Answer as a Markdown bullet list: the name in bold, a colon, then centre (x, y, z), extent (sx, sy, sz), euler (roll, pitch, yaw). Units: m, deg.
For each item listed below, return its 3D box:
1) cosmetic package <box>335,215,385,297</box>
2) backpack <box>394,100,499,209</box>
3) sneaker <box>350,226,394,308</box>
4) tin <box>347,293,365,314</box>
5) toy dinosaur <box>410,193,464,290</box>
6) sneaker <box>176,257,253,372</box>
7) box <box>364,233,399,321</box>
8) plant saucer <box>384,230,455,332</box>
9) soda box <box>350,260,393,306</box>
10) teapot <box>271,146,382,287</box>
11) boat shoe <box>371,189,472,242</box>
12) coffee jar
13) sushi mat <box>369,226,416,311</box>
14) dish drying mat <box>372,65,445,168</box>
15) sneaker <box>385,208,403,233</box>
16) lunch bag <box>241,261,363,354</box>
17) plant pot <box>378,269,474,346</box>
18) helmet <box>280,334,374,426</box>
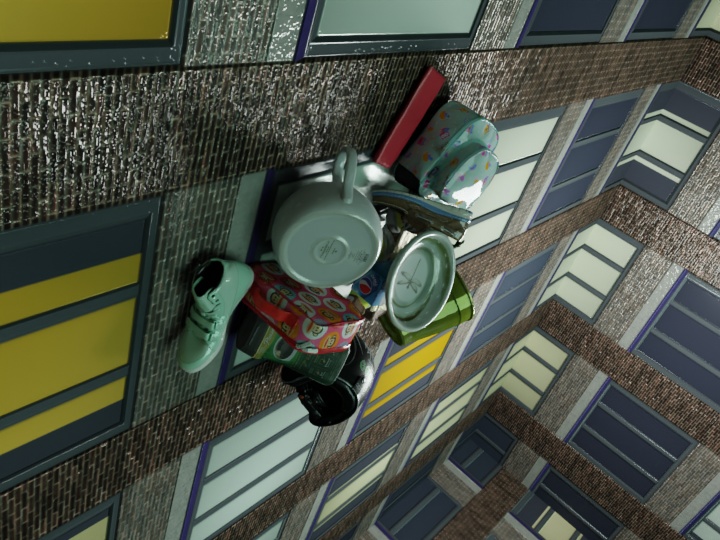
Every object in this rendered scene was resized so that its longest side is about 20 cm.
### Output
- **cosmetic package**: centre (-0.048, -0.029, 1.251), extent (0.108, 0.085, 0.200), euler (-16, 137, -57)
- **backpack**: centre (0.188, -0.228, 1.314), extent (0.176, 0.153, 0.200), euler (16, 106, -55)
- **sneaker**: centre (0.000, 0.000, 1.377), extent (0.090, 0.078, 0.200), euler (-16, 130, -42)
- **tin**: centre (-0.084, 0.112, 1.329), extent (0.200, 0.112, 0.042), euler (-31, 110, -9)
- **toy dinosaur**: centre (0.156, -0.069, 1.331), extent (0.088, 0.200, 0.047), euler (-23, -178, -15)
- **sneaker**: centre (-0.255, 0.067, 1.036), extent (0.201, 0.074, 0.118), euler (-62, 161, -2)
- **box**: centre (0.053, 0.007, 1.478), extent (0.100, 0.075, 0.200), euler (-26, 146, -51)
- **plant saucer**: centre (0.104, 0.016, 1.247), extent (0.200, 0.050, 0.200), euler (-23, 123, -41)
- **soda box**: centre (0.078, 0.023, 1.323), extent (0.200, 0.068, 0.064), euler (-3, 124, -47)
- **teapot**: centre (-0.059, -0.081, 1.103), extent (0.200, 0.146, 0.197), euler (-23, 133, 11)
- **boat shoe**: centre (0.113, -0.105, 1.265), extent (0.072, 0.200, 0.073), euler (-38, 144, -85)
- **coffee jar**: centre (-0.126, 0.132, 1.217), extent (0.104, 0.200, 0.085), euler (-62, -163, 12)
- **sushi mat**: centre (0.082, -0.002, 1.378), extent (0.096, 0.012, 0.200), euler (-3, 121, -48)
- **dish drying mat**: centre (0.090, -0.284, 1.227), extent (0.200, 0.018, 0.077), euler (-59, 155, 12)
- **sneaker**: centre (0.146, -0.119, 1.426), extent (0.200, 0.090, 0.078), euler (-21, 103, -49)
- **lunch bag**: centre (-0.110, 0.061, 1.130), extent (0.176, 0.200, 0.082), euler (1, 122, -56)
- **plant pot**: centre (0.146, 0.088, 1.632), extent (0.193, 0.200, 0.201), euler (-31, 150, -16)
- **helmet**: centre (-0.068, 0.212, 1.394), extent (0.191, 0.200, 0.200), euler (-79, -173, -56)
